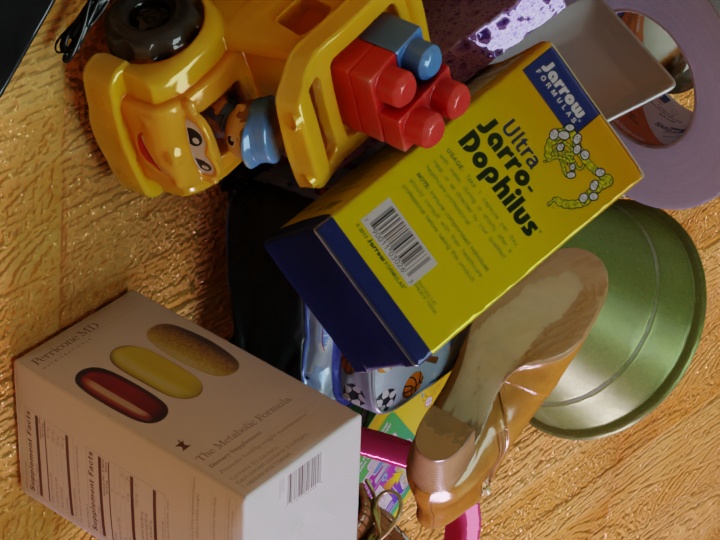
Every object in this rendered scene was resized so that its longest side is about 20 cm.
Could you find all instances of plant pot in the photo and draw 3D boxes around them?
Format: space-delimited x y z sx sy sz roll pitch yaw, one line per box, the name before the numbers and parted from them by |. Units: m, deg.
plant pot | 0.131 0.008 1.875 0.190 0.200 0.200 28 89 -46

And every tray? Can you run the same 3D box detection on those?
tray | 0.104 -0.111 1.666 0.200 0.107 0.022 -27 144 -12

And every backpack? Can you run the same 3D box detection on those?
backpack | 0.000 0.000 1.692 0.190 0.154 0.200 -38 139 -52

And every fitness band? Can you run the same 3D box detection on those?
fitness band | 0.002 0.187 1.757 0.200 0.037 0.144 20 88 -35

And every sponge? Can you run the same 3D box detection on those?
sponge | 0.029 -0.137 1.616 0.200 0.112 0.030 -35 116 -17

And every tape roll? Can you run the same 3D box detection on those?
tape roll | 0.220 -0.147 1.752 0.066 0.200 0.201 -26 134 -35

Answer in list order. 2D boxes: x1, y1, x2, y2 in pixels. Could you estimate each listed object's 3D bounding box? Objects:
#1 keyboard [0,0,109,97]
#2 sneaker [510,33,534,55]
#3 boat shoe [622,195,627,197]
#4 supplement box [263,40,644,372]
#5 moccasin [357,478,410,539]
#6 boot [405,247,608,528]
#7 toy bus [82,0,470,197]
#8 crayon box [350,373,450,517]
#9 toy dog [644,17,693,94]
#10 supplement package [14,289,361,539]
keyboard | -0.180 -0.178 1.404 0.127 0.021 0.200 33 86 -53
sneaker | 0.104 -0.156 1.755 0.088 0.074 0.200 36 62 -68
boat shoe | 0.146 -0.126 1.859 0.200 0.075 0.093 19 92 -45
supplement box | 0.058 -0.038 1.544 0.200 0.109 0.110 -39 99 -17
moccasin | -0.018 0.169 1.675 0.074 0.078 0.201 -51 120 -18
boot | 0.098 0.084 1.716 0.201 0.071 0.144 -50 164 -16
toy bus | -0.040 -0.115 1.495 0.200 0.192 0.136 -45 146 -25
crayon box | -0.003 0.140 1.869 0.200 0.058 0.119 -56 148 -12
toy dog | 0.239 -0.233 1.876 0.194 0.139 0.200 -37 142 -33
supplement package | -0.111 0.116 1.552 0.114 0.200 0.110 -34 138 -40
